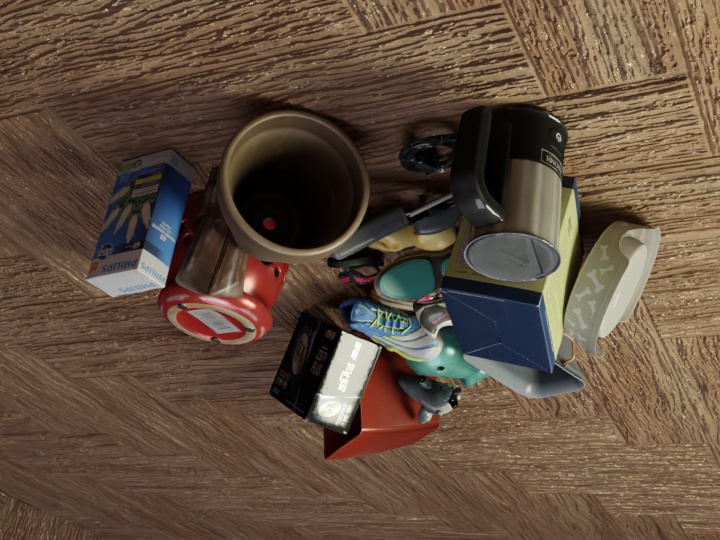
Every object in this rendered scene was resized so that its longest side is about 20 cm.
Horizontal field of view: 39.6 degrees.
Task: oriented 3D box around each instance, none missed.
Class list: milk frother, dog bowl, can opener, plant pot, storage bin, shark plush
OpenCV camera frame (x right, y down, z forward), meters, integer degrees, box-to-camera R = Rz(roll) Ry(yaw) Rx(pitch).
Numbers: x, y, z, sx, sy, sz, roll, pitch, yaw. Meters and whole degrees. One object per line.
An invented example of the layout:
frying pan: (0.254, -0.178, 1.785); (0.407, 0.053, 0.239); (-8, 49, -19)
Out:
milk frother: (0.147, -0.092, 1.259); (0.180, 0.189, 0.200); (24, 148, -24)
dog bowl: (0.352, 0.021, 1.409); (0.059, 0.200, 0.200); (26, 158, 24)
can opener: (0.051, -0.056, 1.393); (0.200, 0.067, 0.053); (-27, -169, -9)
plant pot: (-0.106, -0.092, 1.346); (0.200, 0.201, 0.175); (17, 160, -13)
plant pot: (0.043, 0.247, 1.914); (0.176, 0.201, 0.200); (8, 154, -20)
storage bin: (0.278, 0.102, 1.627); (0.200, 0.135, 0.145); (31, 145, -35)
shark plush: (0.123, 0.218, 1.750); (0.083, 0.091, 0.200); (46, 175, -7)
plant pot: (-0.215, 0.005, 1.555); (0.200, 0.183, 0.201); (9, 152, 5)

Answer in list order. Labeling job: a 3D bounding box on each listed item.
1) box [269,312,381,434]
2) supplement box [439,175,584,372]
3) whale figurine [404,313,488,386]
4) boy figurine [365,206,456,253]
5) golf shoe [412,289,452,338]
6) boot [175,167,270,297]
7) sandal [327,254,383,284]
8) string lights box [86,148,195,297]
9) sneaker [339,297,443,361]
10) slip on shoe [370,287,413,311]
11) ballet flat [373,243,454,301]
box: (-0.066, 0.176, 1.758); (0.086, 0.164, 0.200); (24, 178, -24)
supplement box: (0.214, -0.002, 1.369); (0.134, 0.200, 0.200); (11, 153, 21)
whale figurine: (0.158, 0.152, 1.750); (0.159, 0.104, 0.200); (-32, 125, 25)
boy figurine: (0.040, -0.056, 1.473); (0.199, 0.065, 0.124); (-5, 174, 22)
golf shoe: (0.180, 0.039, 1.550); (0.199, 0.088, 0.077); (-16, -170, 10)
boot: (-0.155, -0.035, 1.437); (0.186, 0.201, 0.064); (13, 152, -5)
sandal: (0.000, 0.000, 1.528); (0.075, 0.045, 0.200); (-1, 178, 12)
string lights box: (-0.311, -0.067, 1.428); (0.102, 0.201, 0.059); (-10, 146, 31)
sneaker: (0.040, 0.097, 1.670); (0.200, 0.076, 0.105); (19, -178, 43)
slip on shoe: (0.106, 0.039, 1.650); (0.199, 0.061, 0.074); (4, 175, 37)
ballet flat: (0.101, -0.002, 1.496); (0.199, 0.068, 0.067); (-13, -164, -21)
